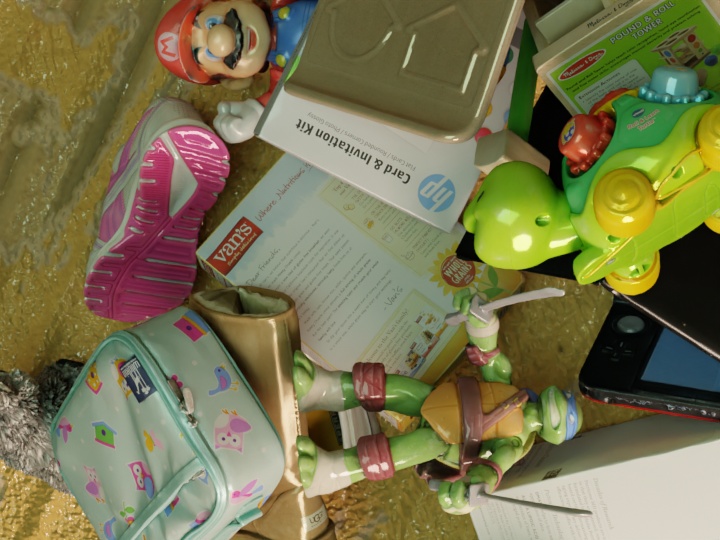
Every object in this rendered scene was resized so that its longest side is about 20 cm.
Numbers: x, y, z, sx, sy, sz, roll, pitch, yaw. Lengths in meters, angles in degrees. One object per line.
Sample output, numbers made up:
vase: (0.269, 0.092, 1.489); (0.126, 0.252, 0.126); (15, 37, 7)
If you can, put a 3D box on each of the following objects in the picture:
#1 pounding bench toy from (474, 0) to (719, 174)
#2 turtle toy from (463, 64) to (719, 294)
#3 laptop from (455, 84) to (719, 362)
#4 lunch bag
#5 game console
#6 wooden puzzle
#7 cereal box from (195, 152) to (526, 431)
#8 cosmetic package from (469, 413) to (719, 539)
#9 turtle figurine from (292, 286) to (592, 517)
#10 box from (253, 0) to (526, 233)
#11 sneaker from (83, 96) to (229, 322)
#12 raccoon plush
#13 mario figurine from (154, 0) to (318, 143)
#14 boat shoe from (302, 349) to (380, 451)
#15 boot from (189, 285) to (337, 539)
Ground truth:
pounding bench toy: (0.151, -0.158, 1.482); (0.200, 0.124, 0.156); (-33, 41, 16)
turtle toy: (0.163, -0.055, 1.384); (0.200, 0.146, 0.101); (-31, 68, -4)
laptop: (0.207, -0.045, 1.522); (0.200, 0.116, 0.187); (32, 72, -9)
lunch bag: (-0.139, 0.130, 1.570); (0.160, 0.077, 0.200); (59, 144, 15)
game console: (0.263, 0.012, 1.505); (0.200, 0.172, 0.119); (8, 124, 20)
wooden puzzle: (0.050, -0.188, 1.462); (0.185, 0.046, 0.200); (22, 89, 46)
cereal box: (0.000, 0.000, 1.608); (0.200, 0.040, 0.144); (40, 79, 14)
cosmetic package: (0.188, 0.156, 1.542); (0.200, 0.113, 0.081); (-18, 98, 19)
turtle figurine: (0.052, 0.086, 1.471); (0.194, 0.200, 0.144); (-6, 95, 3)
box: (0.037, -0.150, 1.557); (0.156, 0.041, 0.200); (27, 92, -9)
sneaker: (-0.155, -0.047, 1.674); (0.081, 0.088, 0.200); (16, 124, -21)
raccoon plush: (-0.224, 0.137, 1.680); (0.200, 0.134, 0.097); (33, 104, 14)
mario figurine: (-0.055, -0.164, 1.603); (0.200, 0.106, 0.124); (1, 59, 13)
boat shoe: (-0.046, 0.064, 1.643); (0.071, 0.070, 0.200); (-20, 89, 21)
boot: (-0.094, 0.105, 1.620); (0.175, 0.066, 0.200); (7, 119, 39)
